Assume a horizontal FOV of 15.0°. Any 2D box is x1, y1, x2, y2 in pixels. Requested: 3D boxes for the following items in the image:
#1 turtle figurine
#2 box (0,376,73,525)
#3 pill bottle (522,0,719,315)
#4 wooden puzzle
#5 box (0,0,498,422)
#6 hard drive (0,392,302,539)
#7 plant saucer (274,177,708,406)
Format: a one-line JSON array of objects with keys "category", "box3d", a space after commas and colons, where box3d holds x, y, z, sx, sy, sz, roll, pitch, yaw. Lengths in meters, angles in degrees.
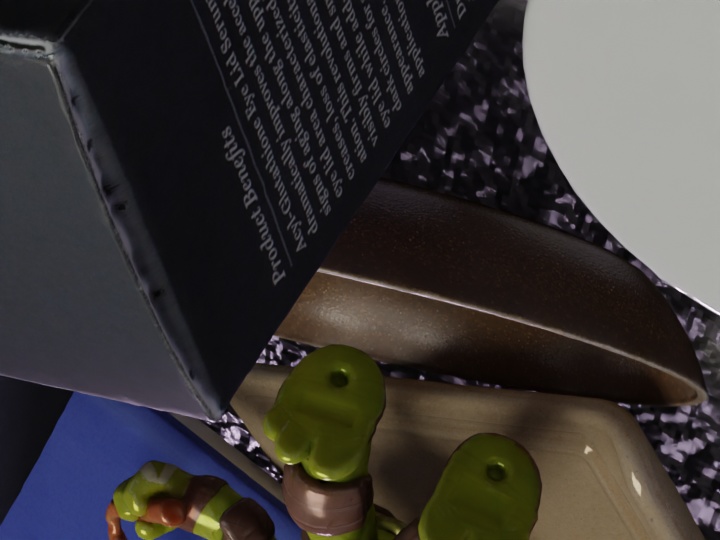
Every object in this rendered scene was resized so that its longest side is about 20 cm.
[{"category": "turtle figurine", "box3d": [0.009, 0.102, 0.821, 0.200, 0.064, 0.162, 43, 146, 19]}, {"category": "box", "box3d": [-0.186, -0.034, 0.813, 0.199, 0.118, 0.197, 24, 164, 14]}, {"category": "pill bottle", "box3d": [0.112, -0.087, 0.456, 0.114, 0.200, 0.115, 23, 146, 17]}, {"category": "wooden puzzle", "box3d": [0.058, 0.096, 0.880, 0.199, 0.037, 0.186, 9, 140, 48]}, {"category": "box", "box3d": [-0.059, -0.081, 0.612, 0.147, 0.200, 0.105, 11, 140, 31]}, {"category": "hard drive", "box3d": [-0.069, 0.121, 0.926, 0.200, 0.025, 0.132, 37, 107, 14]}, {"category": "plant saucer", "box3d": [0.000, 0.000, 0.748, 0.199, 0.032, 0.200, 14, 174, 1]}]
